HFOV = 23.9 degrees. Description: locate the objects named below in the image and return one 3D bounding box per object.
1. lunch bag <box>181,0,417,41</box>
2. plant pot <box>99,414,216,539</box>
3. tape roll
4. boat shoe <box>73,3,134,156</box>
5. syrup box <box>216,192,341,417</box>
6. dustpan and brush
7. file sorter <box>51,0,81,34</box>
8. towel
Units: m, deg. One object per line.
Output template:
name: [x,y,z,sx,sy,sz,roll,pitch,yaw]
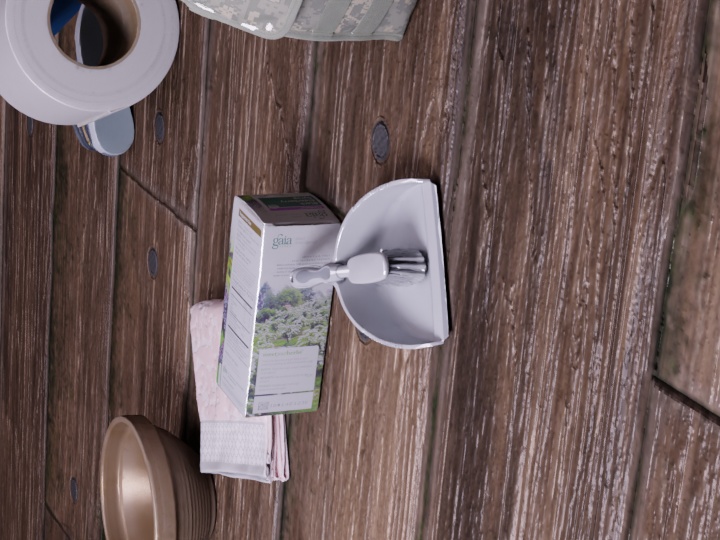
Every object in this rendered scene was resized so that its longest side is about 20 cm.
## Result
lunch bag: [-0.042,-0.271,1.354,0.164,0.199,0.118,-63,39,46]
plant pot: [-0.222,0.260,1.925,0.201,0.092,0.202,175,90,-65]
tape roll: [-0.321,-0.272,1.938,0.139,0.202,0.204,174,92,-65]
boat shoe: [-0.328,-0.242,2.102,0.091,0.071,0.201,11,105,59]
syrup box: [-0.079,0.032,1.611,0.081,0.078,0.201,-138,50,-56]
dustpan and brush: [0.000,0.000,1.462,0.200,0.057,0.140,171,95,-64]
file sorter: [-0.398,-0.406,2.092,0.139,0.122,0.200,-59,-7,-48]
towel: [-0.132,0.123,1.789,0.200,0.032,0.192,-8,86,64]
